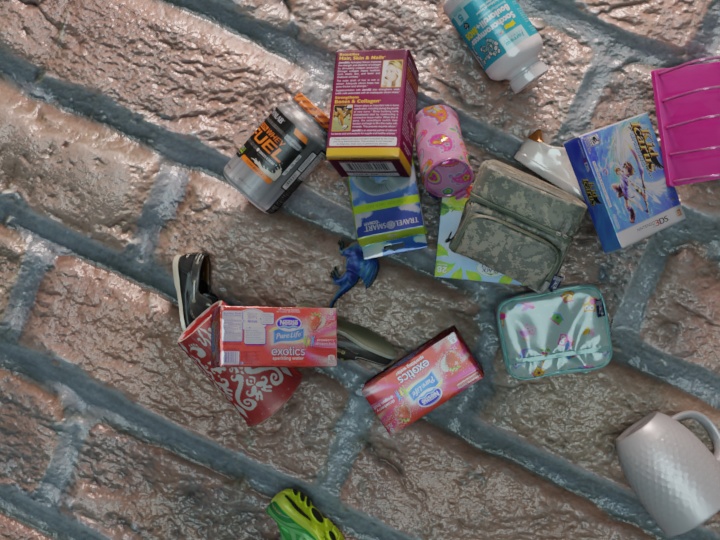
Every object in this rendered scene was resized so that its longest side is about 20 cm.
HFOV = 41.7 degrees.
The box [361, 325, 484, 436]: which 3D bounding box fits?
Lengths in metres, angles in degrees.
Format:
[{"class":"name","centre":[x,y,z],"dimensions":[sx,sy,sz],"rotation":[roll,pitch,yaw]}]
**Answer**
[{"class":"box","centre":[0.112,0.194,1.684],"dimensions":[0.200,0.095,0.100],"rotation":[-33,91,7]}]

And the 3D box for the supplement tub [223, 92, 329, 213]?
[{"class":"supplement tub","centre":[-0.137,-0.209,1.671],"dimensions":[0.123,0.123,0.200],"rotation":[42,95,2]}]

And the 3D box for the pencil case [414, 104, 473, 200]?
[{"class":"pencil case","centre":[0.140,-0.202,1.607],"dimensions":[0.087,0.200,0.088],"rotation":[-3,129,-3]}]

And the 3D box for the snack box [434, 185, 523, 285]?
[{"class":"snack box","centre":[0.237,-0.062,1.670],"dimensions":[0.200,0.068,0.169],"rotation":[6,93,6]}]

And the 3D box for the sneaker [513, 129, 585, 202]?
[{"class":"sneaker","centre":[0.372,-0.175,1.645],"dimensions":[0.200,0.073,0.085],"rotation":[34,99,4]}]

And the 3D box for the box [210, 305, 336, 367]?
[{"class":"box","centre":[-0.146,0.112,1.588],"dimensions":[0.200,0.095,0.103],"rotation":[1,85,-18]}]

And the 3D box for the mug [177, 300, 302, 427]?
[{"class":"mug","centre":[-0.212,0.150,1.692],"dimensions":[0.133,0.178,0.200],"rotation":[-35,105,32]}]

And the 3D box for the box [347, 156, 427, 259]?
[{"class":"box","centre":[0.044,-0.129,1.664],"dimensions":[0.122,0.048,0.200],"rotation":[-11,71,6]}]

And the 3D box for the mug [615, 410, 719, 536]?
[{"class":"mug","centre":[0.549,0.327,1.637],"dimensions":[0.200,0.148,0.175],"rotation":[-33,82,-23]}]

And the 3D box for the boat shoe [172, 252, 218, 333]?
[{"class":"boat shoe","centre":[-0.293,0.066,1.730],"dimensions":[0.068,0.072,0.200],"rotation":[-8,91,10]}]

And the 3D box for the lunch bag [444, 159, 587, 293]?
[{"class":"lunch bag","centre":[0.260,-0.071,1.570],"dimensions":[0.200,0.139,0.168],"rotation":[24,104,3]}]

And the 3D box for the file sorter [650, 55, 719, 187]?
[{"class":"file sorter","centre":[0.590,-0.252,1.574],"dimensions":[0.139,0.125,0.200],"rotation":[-10,93,-15]}]

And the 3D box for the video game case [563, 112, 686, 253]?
[{"class":"video game case","centre":[0.451,-0.151,1.602],"dimensions":[0.181,0.045,0.200],"rotation":[-22,92,-34]}]

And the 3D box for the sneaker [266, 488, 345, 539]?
[{"class":"sneaker","centre":[-0.096,0.490,1.747],"dimensions":[0.084,0.074,0.200],"rotation":[-35,94,34]}]

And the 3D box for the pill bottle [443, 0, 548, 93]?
[{"class":"pill bottle","centre":[0.239,-0.406,1.626],"dimensions":[0.111,0.111,0.200],"rotation":[-35,90,7]}]

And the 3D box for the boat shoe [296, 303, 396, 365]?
[{"class":"boat shoe","centre":[-0.034,0.127,1.707],"dimensions":[0.201,0.072,0.061],"rotation":[25,109,-5]}]

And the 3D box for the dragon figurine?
[{"class":"dragon figurine","centre":[0.000,0.000,1.702],"dimensions":[0.099,0.059,0.200],"rotation":[14,94,5]}]

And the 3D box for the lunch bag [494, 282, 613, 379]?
[{"class":"lunch bag","centre":[0.343,0.109,1.665],"dimensions":[0.200,0.077,0.161],"rotation":[-9,92,6]}]

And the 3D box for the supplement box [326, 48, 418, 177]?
[{"class":"supplement box","centre":[0.023,-0.269,1.627],"dimensions":[0.131,0.103,0.200],"rotation":[2,77,16]}]
